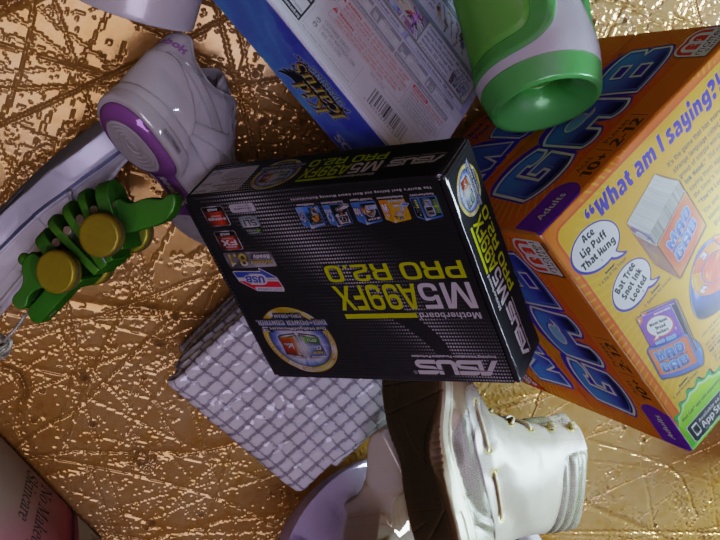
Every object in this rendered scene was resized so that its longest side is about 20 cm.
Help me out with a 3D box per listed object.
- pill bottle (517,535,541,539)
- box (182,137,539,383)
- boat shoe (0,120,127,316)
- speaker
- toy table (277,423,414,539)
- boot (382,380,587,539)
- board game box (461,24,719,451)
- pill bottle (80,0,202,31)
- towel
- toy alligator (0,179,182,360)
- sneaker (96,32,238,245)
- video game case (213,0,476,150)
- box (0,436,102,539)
[{"bbox_3d":[0.087,0.312,0.925,0.200,0.111,0.111,-32,113,3],"label":"pill bottle"},{"bbox_3d":[0.000,0.000,0.663,0.200,0.044,0.160,-1,126,33],"label":"box"},{"bbox_3d":[-0.219,-0.033,0.755,0.202,0.075,0.086,-41,112,9],"label":"boat shoe"},{"bbox_3d":[0.099,-0.198,0.674,0.088,0.088,0.200,-10,71,-6],"label":"speaker"},{"bbox_3d":[0.032,0.217,0.824,0.200,0.117,0.184,-41,100,-39],"label":"toy table"},{"bbox_3d":[0.102,0.120,0.789,0.155,0.072,0.200,-5,83,-36],"label":"boot"},{"bbox_3d":[0.187,-0.032,0.732,0.200,0.200,0.200,-45,113,-13],"label":"board game box"},{"bbox_3d":[-0.124,-0.267,0.659,0.113,0.113,0.200,14,109,-15],"label":"pill bottle"},{"bbox_3d":[-0.035,0.062,0.823,0.200,0.086,0.166,-43,114,7],"label":"towel"},{"bbox_3d":[-0.212,-0.007,0.707,0.200,0.059,0.054,-37,86,14],"label":"toy alligator"},{"bbox_3d":[-0.109,-0.085,0.734,0.100,0.075,0.200,-63,153,-23],"label":"sneaker"},{"bbox_3d":[0.006,-0.183,0.694,0.200,0.045,0.181,49,53,-22],"label":"video game case"},{"bbox_3d":[-0.312,0.220,0.807,0.109,0.128,0.200,-34,114,3],"label":"box"}]
